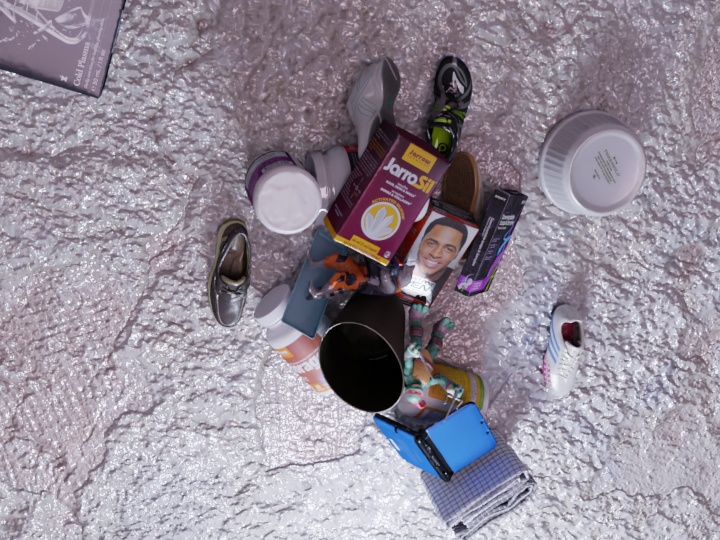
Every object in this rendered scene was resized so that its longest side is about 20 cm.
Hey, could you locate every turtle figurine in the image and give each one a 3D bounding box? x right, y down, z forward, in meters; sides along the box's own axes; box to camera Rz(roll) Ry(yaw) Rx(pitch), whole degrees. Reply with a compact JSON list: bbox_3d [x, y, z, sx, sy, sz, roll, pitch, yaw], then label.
[{"bbox_3d":[0.116,0.168,1.710,0.100,0.202,0.150,-16,138,33],"label":"turtle figurine"}]

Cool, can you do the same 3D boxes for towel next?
[{"bbox_3d":[0.236,0.431,1.881,0.199,0.166,0.086,-35,119,0],"label":"towel"}]

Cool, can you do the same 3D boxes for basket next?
[{"bbox_3d":[0.015,0.122,1.659,0.135,0.200,0.181,-23,109,19],"label":"basket"}]

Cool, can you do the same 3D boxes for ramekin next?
[{"bbox_3d":[0.440,-0.193,1.760,0.200,0.094,0.205,-4,109,-12],"label":"ramekin"}]

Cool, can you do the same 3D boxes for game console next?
[{"bbox_3d":[0.145,0.310,1.810,0.119,0.170,0.201,-55,143,-20],"label":"game console"}]

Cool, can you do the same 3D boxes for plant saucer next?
[{"bbox_3d":[-0.082,0.023,1.681,0.069,0.019,0.202,30,59,-17],"label":"plant saucer"}]

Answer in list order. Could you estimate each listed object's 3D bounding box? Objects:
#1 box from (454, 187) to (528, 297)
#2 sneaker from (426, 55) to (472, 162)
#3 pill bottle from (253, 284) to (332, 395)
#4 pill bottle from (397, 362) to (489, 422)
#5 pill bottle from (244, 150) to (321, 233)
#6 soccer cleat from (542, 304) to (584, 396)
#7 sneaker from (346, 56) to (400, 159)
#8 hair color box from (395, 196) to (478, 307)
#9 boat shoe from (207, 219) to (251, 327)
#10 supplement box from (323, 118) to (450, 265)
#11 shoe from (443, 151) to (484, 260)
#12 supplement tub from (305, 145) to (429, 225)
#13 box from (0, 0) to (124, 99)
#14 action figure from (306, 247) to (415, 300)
[{"bbox_3d":[0.243,-0.052,1.739,0.036,0.143,0.202,24,103,20],"label":"box"},{"bbox_3d":[0.156,-0.276,1.664,0.070,0.083,0.202,9,106,3],"label":"sneaker"},{"bbox_3d":[-0.100,0.124,1.722,0.112,0.112,0.200,-41,112,2],"label":"pill bottle"},{"bbox_3d":[0.138,0.234,1.818,0.198,0.111,0.112,17,103,-18],"label":"pill bottle"},{"bbox_3d":[-0.135,-0.139,1.577,0.111,0.200,0.114,-4,109,-12],"label":"pill bottle"},{"bbox_3d":[0.407,0.169,1.877,0.069,0.086,0.202,-6,110,-12],"label":"soccer cleat"},{"bbox_3d":[0.017,-0.263,1.604,0.070,0.080,0.202,35,55,-47],"label":"sneaker"},{"bbox_3d":[0.121,-0.028,1.725,0.101,0.061,0.201,19,119,-18],"label":"hair color box"},{"bbox_3d":[-0.232,0.013,1.676,0.072,0.065,0.202,-1,109,-15],"label":"boat shoe"},{"bbox_3d":[0.041,-0.126,1.531,0.110,0.086,0.201,25,107,-25],"label":"supplement box"},{"bbox_3d":[0.194,-0.121,1.750,0.069,0.053,0.202,8,108,27],"label":"shoe"},{"bbox_3d":[0.011,-0.149,1.643,0.198,0.140,0.142,-5,109,-13],"label":"supplement tub"},{"bbox_3d":[-0.471,-0.395,1.452,0.195,0.124,0.202,14,104,-16],"label":"box"},{"bbox_3d":[0.000,0.000,1.662,0.191,0.200,0.106,2,110,-7],"label":"action figure"}]
